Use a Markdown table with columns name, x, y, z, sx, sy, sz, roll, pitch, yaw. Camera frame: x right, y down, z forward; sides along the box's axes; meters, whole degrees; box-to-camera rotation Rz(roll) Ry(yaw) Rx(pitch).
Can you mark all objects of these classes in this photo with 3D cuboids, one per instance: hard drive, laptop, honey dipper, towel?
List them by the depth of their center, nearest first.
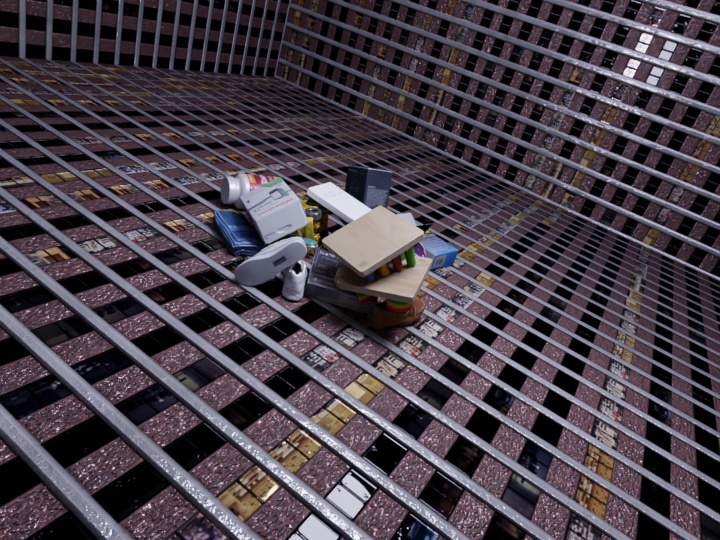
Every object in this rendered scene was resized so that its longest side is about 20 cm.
| name | x | y | z | sx | sy | sz | roll | pitch | yaw |
| --- | --- | --- | --- | --- | --- | --- | --- | --- | --- |
| honey dipper | -0.034 | -0.024 | 1.456 | 0.037 | 0.038 | 0.201 | 19 | 33 | 0 |
| towel | -0.353 | -0.111 | 1.539 | 0.110 | 0.049 | 0.200 | 0 | 32 | -36 |
| laptop | 0.100 | -0.148 | 1.626 | 0.183 | 0.117 | 0.202 | -8 | 44 | -10 |
| hard drive | -0.053 | -0.204 | 1.629 | 0.198 | 0.027 | 0.131 | 35 | 31 | 17 |

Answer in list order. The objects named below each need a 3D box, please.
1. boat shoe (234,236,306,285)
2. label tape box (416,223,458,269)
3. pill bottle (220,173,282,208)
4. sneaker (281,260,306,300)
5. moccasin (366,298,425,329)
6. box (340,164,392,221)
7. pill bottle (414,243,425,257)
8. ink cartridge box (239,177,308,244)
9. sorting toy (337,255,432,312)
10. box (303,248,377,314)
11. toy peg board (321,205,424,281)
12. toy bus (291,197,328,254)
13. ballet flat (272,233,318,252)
| name | x | y | z | sx | sy | sz | roll | pitch | yaw |
| --- | --- | --- | --- | --- | --- | --- | --- | --- | --- |
| boat shoe | -0.232 | -0.030 | 1.360 | 0.198 | 0.073 | 0.066 | -30 | 26 | 1 |
| label tape box | 0.225 | -0.086 | 1.867 | 0.143 | 0.064 | 0.199 | -11 | 39 | -45 |
| pill bottle | -0.355 | -0.260 | 1.748 | 0.197 | 0.115 | 0.113 | -1 | 32 | -36 |
| sneaker | -0.170 | -0.001 | 1.418 | 0.069 | 0.082 | 0.201 | 11 | 26 | -12 |
| moccasin | 0.101 | 0.099 | 1.409 | 0.198 | 0.079 | 0.074 | -3 | 33 | -38 |
| box | 0.019 | -0.261 | 1.869 | 0.105 | 0.204 | 0.148 | 1 | 14 | -31 |
| pill bottle | 0.147 | -0.030 | 1.650 | 0.110 | 0.114 | 0.201 | 20 | 26 | 2 |
| ink cartridge box | -0.254 | -0.178 | 1.538 | 0.144 | 0.085 | 0.200 | -28 | 36 | -11 |
| sorting toy | 0.067 | 0.029 | 1.369 | 0.196 | 0.071 | 0.199 | 11 | 32 | 18 |
| box | -0.045 | 0.029 | 1.450 | 0.196 | 0.049 | 0.160 | 16 | 38 | -6 |
| toy peg board | 0.038 | -0.050 | 1.365 | 0.197 | 0.099 | 0.199 | -32 | 39 | -18 |
| toy bus | -0.198 | -0.149 | 1.643 | 0.188 | 0.138 | 0.201 | 7 | 28 | 6 |
| ballet flat | -0.201 | -0.075 | 1.533 | 0.198 | 0.072 | 0.070 | 21 | 23 | 33 |
